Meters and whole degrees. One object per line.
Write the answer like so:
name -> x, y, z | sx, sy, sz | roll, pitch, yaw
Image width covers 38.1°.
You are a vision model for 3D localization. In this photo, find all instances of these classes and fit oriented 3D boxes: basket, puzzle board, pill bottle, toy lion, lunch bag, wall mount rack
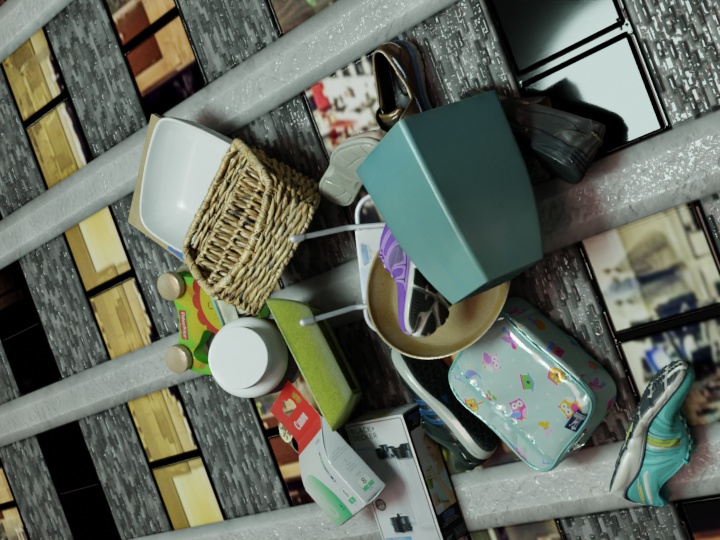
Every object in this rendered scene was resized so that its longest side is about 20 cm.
basket -> -0.162, -0.056, 1.454 | 0.148, 0.143, 0.201 | 28, 110, -9
puzzle board -> -0.306, -0.133, 1.695 | 0.150, 0.017, 0.201 | 32, 119, 27
pill bottle -> -0.149, 0.122, 1.468 | 0.110, 0.200, 0.112 | 0, 86, 7
toy lion -> -0.229, 0.072, 1.675 | 0.190, 0.069, 0.202 | 6, 107, 30
lunch bag -> 0.213, 0.149, 1.316 | 0.200, 0.077, 0.161 | 44, 125, 23
wall mount rack -> 0.000, 0.000, 1.412 | 0.172, 0.075, 0.202 | -5, 102, 5

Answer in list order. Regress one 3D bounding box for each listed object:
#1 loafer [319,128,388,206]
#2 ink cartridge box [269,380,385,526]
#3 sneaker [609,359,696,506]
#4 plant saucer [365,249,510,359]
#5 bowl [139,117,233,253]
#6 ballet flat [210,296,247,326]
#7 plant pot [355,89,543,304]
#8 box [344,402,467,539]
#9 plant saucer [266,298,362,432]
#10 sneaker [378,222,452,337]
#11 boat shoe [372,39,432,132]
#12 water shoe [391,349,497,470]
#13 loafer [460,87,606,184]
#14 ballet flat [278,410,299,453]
loafer -> -0.002, -0.148, 1.371 | 0.072, 0.063, 0.200 | 32, 156, -9
ink cartridge box -> -0.065, 0.266, 1.496 | 0.200, 0.050, 0.161 | 45, 153, 7
sneaker -> 0.358, 0.193, 1.230 | 0.079, 0.078, 0.201 | 19, 120, 13
plant saucer -> 0.102, 0.019, 1.320 | 0.199, 0.035, 0.202 | -11, 67, 26
bowl -> -0.234, -0.123, 1.591 | 0.199, 0.075, 0.201 | 26, 115, 20
ballet flat -> -0.182, 0.081, 1.602 | 0.062, 0.067, 0.201 | -18, 101, -1
plant pot -> 0.116, -0.075, 1.215 | 0.201, 0.141, 0.141 | 65, 153, 8
box -> 0.064, 0.297, 1.494 | 0.116, 0.060, 0.201 | -15, 93, 41
plant saucer -> -0.054, 0.123, 1.486 | 0.048, 0.200, 0.201 | -27, 84, 3
sneaker -> 0.063, -0.005, 1.298 | 0.083, 0.080, 0.201 | -25, 51, 36
boat shoe -> 0.054, -0.195, 1.350 | 0.072, 0.072, 0.201 | -16, 93, 40
water shoe -> 0.099, 0.188, 1.427 | 0.200, 0.071, 0.079 | 51, 130, 17
loafer -> 0.205, -0.176, 1.248 | 0.200, 0.073, 0.072 | 37, 85, 33
ballet flat -> -0.056, 0.279, 1.596 | 0.199, 0.046, 0.068 | 32, 122, 28
